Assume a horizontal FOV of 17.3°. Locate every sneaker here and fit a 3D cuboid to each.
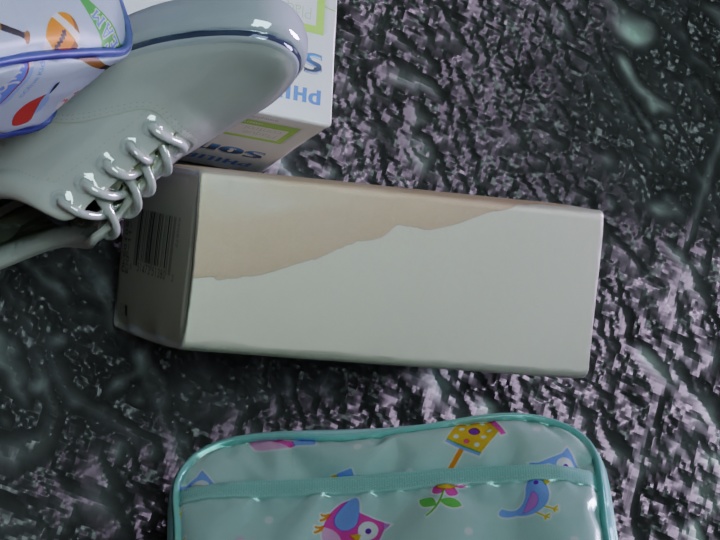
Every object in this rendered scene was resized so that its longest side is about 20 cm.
[{"bbox_3d":[-0.105,-0.047,0.981,0.073,0.200,0.071,35,38,-46],"label":"sneaker"}]

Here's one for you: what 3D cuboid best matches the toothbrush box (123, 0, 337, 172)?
[{"bbox_3d":[-0.089,-0.160,1.074,0.145,0.086,0.201,11,73,-24],"label":"toothbrush box"}]

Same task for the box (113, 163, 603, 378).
[{"bbox_3d":[0.000,0.000,1.062,0.199,0.095,0.078,5,93,-27],"label":"box"}]

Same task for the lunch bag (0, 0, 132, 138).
[{"bbox_3d":[-0.183,-0.145,0.899,0.160,0.075,0.200,-15,74,-55],"label":"lunch bag"}]

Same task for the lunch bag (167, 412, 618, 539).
[{"bbox_3d":[0.010,0.136,0.991,0.199,0.077,0.161,-3,52,1],"label":"lunch bag"}]
